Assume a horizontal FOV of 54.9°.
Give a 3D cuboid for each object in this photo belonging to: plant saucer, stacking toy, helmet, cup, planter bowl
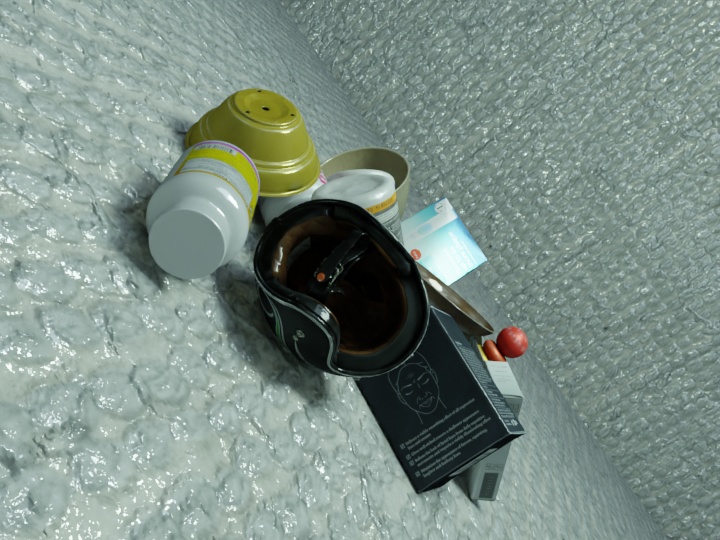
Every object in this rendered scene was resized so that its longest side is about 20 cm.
[{"bbox_3d":[0.131,0.044,1.118,0.200,0.032,0.200,40,7,-6],"label":"plant saucer"},{"bbox_3d":[0.201,0.164,1.210,0.085,0.200,0.085,49,14,-17],"label":"stacking toy"},{"bbox_3d":[-0.021,0.029,0.820,0.200,0.199,0.191,65,3,40],"label":"helmet"},{"bbox_3d":[0.010,-0.134,1.393,0.201,0.199,0.144,-110,-175,-50],"label":"cup"},{"bbox_3d":[-0.142,-0.199,0.982,0.199,0.084,0.201,13,41,-11],"label":"planter bowl"}]

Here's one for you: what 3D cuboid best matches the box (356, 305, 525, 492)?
[{"bbox_3d":[0.105,0.178,0.963,0.200,0.148,0.107,59,14,22],"label":"box"}]

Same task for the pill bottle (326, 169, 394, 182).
[{"bbox_3d":[0.001,-0.050,1.102,0.114,0.113,0.201,19,68,-67],"label":"pill bottle"}]

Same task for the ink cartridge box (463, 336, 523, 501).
[{"bbox_3d":[0.195,0.229,1.101,0.043,0.201,0.174,5,25,-6],"label":"ink cartridge box"}]

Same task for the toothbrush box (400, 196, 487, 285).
[{"bbox_3d":[0.108,-0.021,1.284,0.147,0.199,0.085,58,-22,6],"label":"toothbrush box"}]

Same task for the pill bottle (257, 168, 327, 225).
[{"bbox_3d":[-0.104,-0.118,1.065,0.113,0.113,0.200,38,21,-49],"label":"pill bottle"}]

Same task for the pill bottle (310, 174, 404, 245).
[{"bbox_3d":[0.005,-0.023,0.961,0.116,0.116,0.201,-93,173,-67],"label":"pill bottle"}]

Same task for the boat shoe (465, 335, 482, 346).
[{"bbox_3d":[0.205,0.171,1.388,0.068,0.072,0.201,-93,178,-76],"label":"boat shoe"}]

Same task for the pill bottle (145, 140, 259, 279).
[{"bbox_3d":[-0.167,-0.066,0.742,0.104,0.104,0.200,48,15,-20],"label":"pill bottle"}]
